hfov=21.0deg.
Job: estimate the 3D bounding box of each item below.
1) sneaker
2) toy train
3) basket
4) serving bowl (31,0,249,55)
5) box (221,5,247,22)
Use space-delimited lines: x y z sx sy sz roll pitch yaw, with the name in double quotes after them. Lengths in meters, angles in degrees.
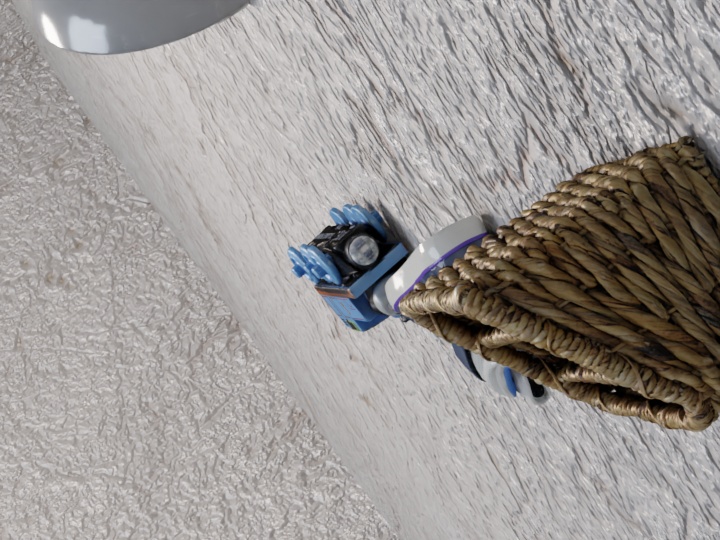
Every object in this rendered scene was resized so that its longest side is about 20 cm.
0.091 0.049 1.503 0.147 0.080 0.200 59 167 9 "sneaker"
0.000 0.000 1.859 0.114 0.087 0.200 49 171 -9 "toy train"
0.125 0.033 1.025 0.143 0.149 0.200 57 171 -3 "basket"
-0.164 -0.247 1.483 0.200 0.199 0.066 46 159 51 "serving bowl"
-0.165 -0.322 1.736 0.201 0.035 0.110 57 172 -2 "box"
